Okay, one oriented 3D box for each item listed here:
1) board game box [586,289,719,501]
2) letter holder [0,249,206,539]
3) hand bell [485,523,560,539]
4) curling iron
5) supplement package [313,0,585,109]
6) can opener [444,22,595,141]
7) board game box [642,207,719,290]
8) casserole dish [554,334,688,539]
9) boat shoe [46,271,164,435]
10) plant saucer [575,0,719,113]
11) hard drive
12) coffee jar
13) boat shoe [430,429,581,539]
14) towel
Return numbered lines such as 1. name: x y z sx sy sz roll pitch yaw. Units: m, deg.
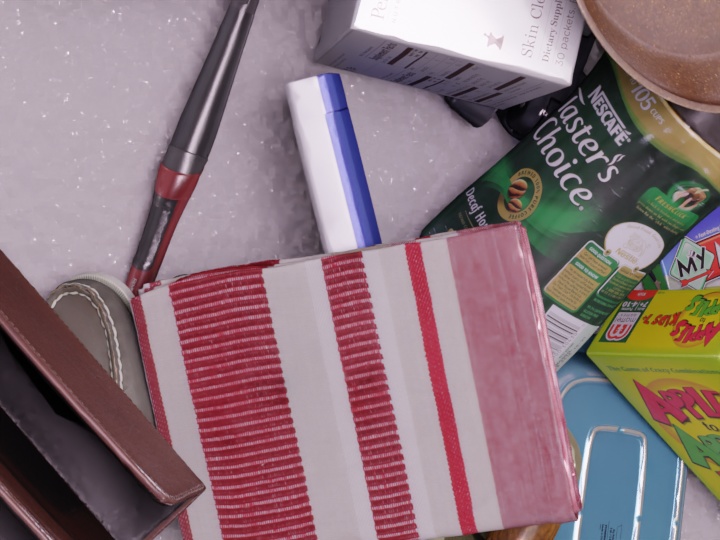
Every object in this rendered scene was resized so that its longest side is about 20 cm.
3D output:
1. board game box: 0.223 0.091 1.172 0.200 0.101 0.048 46 65 -26
2. letter holder: -0.181 0.059 0.954 0.101 0.142 0.200 -42 84 4
3. hand bell: 0.058 0.178 1.075 0.104 0.104 0.200 34 73 -20
4. curling iron: -0.083 -0.047 1.101 0.049 0.026 0.201 13 90 -15
5. supplement package: 0.058 -0.194 1.070 0.111 0.156 0.201 12 88 -7
6. can opener: 0.117 -0.160 1.188 0.079 0.063 0.200 35 73 -34
7. board game box: 0.261 0.007 1.270 0.200 0.029 0.135 -21 98 -24
8. casserole dish: 0.130 0.135 1.200 0.121 0.039 0.201 10 85 -24
9. boat shoe: -0.140 0.101 1.049 0.060 0.072 0.202 4 87 -68
10. plant saucer: 0.164 -0.174 1.007 0.200 0.037 0.201 -3 96 -29
11. hard drive: 0.000 0.000 1.095 0.025 0.132 0.201 -14 94 3
12. coffee jar: 0.128 -0.045 1.117 0.085 0.104 0.200 29 114 -38
13. boat shoe: 0.025 0.138 1.132 0.200 0.068 0.075 -33 101 -21
14. towel: -0.003 0.061 1.025 0.199 0.023 0.145 -9 98 17
